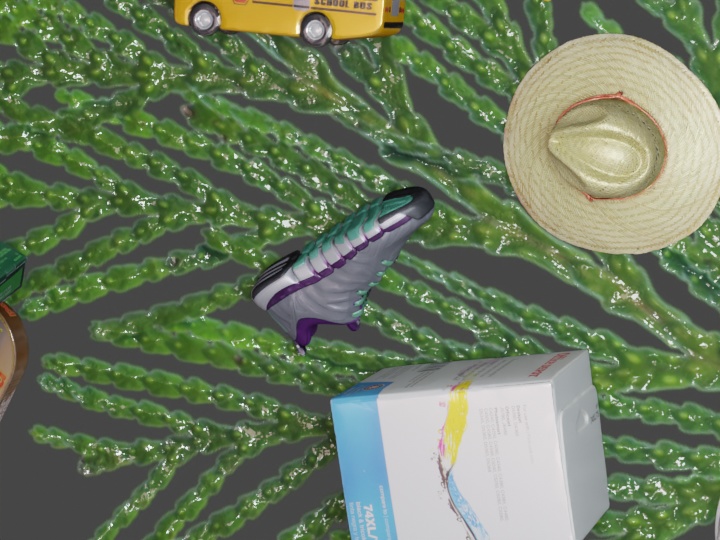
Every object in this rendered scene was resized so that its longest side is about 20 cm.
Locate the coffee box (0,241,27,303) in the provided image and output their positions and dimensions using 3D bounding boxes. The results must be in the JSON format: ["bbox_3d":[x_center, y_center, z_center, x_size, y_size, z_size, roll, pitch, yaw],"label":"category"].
[{"bbox_3d":[-0.434,-0.018,1.803,0.199,0.123,0.044,28,127,12],"label":"coffee box"}]

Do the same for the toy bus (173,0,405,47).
[{"bbox_3d":[-0.063,-0.241,1.669,0.198,0.065,0.079,8,100,18],"label":"toy bus"}]

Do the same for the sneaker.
[{"bbox_3d":[0.000,0.000,1.692,0.199,0.075,0.088,-30,105,28],"label":"sneaker"}]

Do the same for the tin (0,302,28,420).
[{"bbox_3d":[-0.397,0.114,1.855,0.112,0.042,0.201,34,108,16],"label":"tin"}]

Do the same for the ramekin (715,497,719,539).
[{"bbox_3d":[0.388,0.232,1.562,0.198,0.105,0.202,3,100,19],"label":"ramekin"}]

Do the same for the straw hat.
[{"bbox_3d":[0.206,-0.102,1.585,0.199,0.085,0.203,3,100,19],"label":"straw hat"}]

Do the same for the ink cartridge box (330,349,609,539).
[{"bbox_3d":[0.098,0.159,1.630,0.198,0.147,0.148,-7,95,20],"label":"ink cartridge box"}]
